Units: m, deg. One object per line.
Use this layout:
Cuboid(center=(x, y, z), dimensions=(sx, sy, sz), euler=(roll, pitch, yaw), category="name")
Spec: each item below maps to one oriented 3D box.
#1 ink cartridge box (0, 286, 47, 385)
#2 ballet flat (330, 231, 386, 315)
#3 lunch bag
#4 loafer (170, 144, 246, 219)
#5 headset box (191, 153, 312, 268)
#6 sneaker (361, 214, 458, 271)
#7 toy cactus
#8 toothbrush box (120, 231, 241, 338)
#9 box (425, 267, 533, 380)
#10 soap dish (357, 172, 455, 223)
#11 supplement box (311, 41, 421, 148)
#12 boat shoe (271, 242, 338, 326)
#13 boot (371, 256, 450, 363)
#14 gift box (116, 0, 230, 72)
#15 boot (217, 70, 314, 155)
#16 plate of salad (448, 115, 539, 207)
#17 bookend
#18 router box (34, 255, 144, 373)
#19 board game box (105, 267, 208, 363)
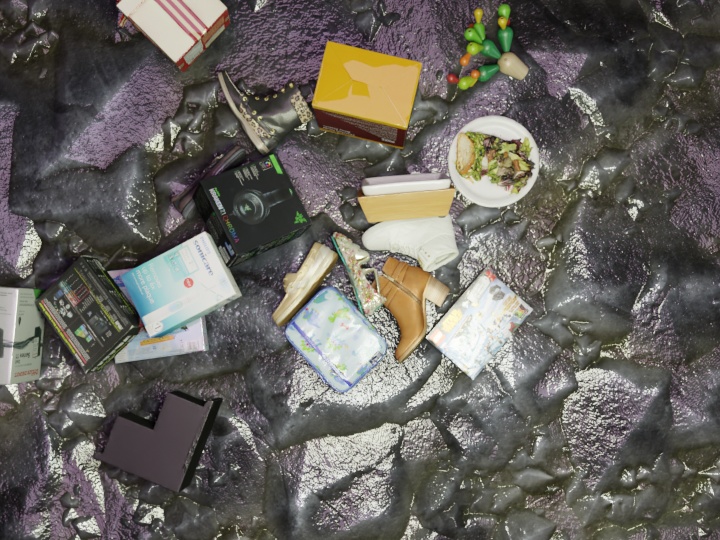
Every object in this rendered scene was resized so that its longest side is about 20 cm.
Cuboid(center=(-0.736, 0.136, 1.578), dimensions=(0.082, 0.147, 0.202), euler=(4, 88, 1), category="ink cartridge box")
Cuboid(center=(0.000, 0.000, 1.593), dimensions=(0.063, 0.076, 0.201), euler=(-24, 73, 3), category="ballet flat")
Cuboid(center=(-0.051, 0.149, 1.592), dimensions=(0.161, 0.082, 0.200), euler=(-42, 85, 2), category="lunch bag")
Cuboid(center=(-0.334, -0.203, 1.628), dimensions=(0.063, 0.072, 0.200), euler=(41, 91, 8), category="loafer")
Cuboid(center=(-0.222, -0.129, 1.575), dimensions=(0.199, 0.093, 0.175), euler=(-24, 85, -28), category="headset box")
Cuboid(center=(0.107, -0.050, 1.584), dimensions=(0.198, 0.074, 0.116), euler=(-12, 59, 0), category="sneaker")
Cuboid(center=(0.286, -0.466, 1.627), dimensions=(0.164, 0.102, 0.201), euler=(29, 85, -16), category="toy cactus")
Cuboid(center=(-0.371, 0.032, 1.564), dimensions=(0.199, 0.085, 0.147), euler=(-26, 86, -2), category="toothbrush box")
Cuboid(center=(0.252, 0.113, 1.605), dimensions=(0.137, 0.040, 0.200), euler=(42, 88, 2), category="box")
Cuboid(center=(0.095, -0.154, 1.574), dimensions=(0.198, 0.157, 0.082), euler=(-5, 103, 2), category="soap dish")
Cuboid(center=(0.014, -0.359, 1.560), dimensions=(0.195, 0.200, 0.134), euler=(13, 87, 2), category="supplement box")
Cuboid(center=(-0.131, 0.027, 1.609), dimensions=(0.069, 0.074, 0.200), euler=(37, 81, 8), category="boat shoe")
Cuboid(center=(0.081, 0.082, 1.597), dimensions=(0.154, 0.074, 0.201), euler=(29, 77, 7), category="boot")
Cuboid(center=(-0.405, -0.548, 1.598), dimensions=(0.187, 0.200, 0.185), euler=(44, 85, -12), category="gift box")
Cuboid(center=(-0.207, -0.371, 1.630), dimensions=(0.150, 0.073, 0.201), euler=(-31, 90, 1), category="boot")
Cuboid(center=(0.290, -0.239, 1.622), dimensions=(0.198, 0.048, 0.202), euler=(0, 86, 1), category="plate of salad")
Cuboid(center=(-0.426, 0.333, 1.584), dimensions=(0.198, 0.092, 0.200), euler=(20, 86, 4), category="bookend")
Cuboid(center=(-0.569, 0.092, 1.583), dimensions=(0.150, 0.062, 0.200), euler=(-41, 79, 9), category="router box")
Cuboid(center=(-0.440, 0.088, 1.624), dimensions=(0.198, 0.041, 0.201), euler=(-7, 86, 1), category="board game box")
